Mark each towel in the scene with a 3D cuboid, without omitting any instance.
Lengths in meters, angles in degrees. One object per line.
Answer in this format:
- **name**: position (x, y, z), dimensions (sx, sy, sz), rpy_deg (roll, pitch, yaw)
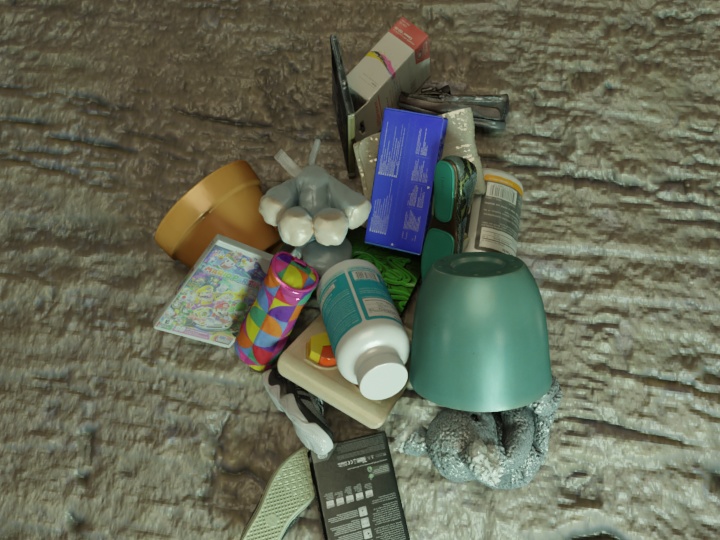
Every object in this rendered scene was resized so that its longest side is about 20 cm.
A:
- **towel**: position (0.091, -0.162, 0.989), dimensions (0.195, 0.034, 0.136), rpy_deg (-11, 98, 19)

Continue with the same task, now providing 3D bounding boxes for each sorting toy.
- **sorting toy**: position (-0.005, 0.126, 0.979), dimensions (0.182, 0.037, 0.200), rpy_deg (27, 40, 14)

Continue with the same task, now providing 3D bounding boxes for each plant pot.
- **plant pot**: position (-0.217, -0.060, 1.048), dimensions (0.200, 0.200, 0.141), rpy_deg (-42, 89, -6)
- **plant pot**: position (0.160, 0.068, 0.860), dimensions (0.194, 0.201, 0.166), rpy_deg (-2, 105, 7)

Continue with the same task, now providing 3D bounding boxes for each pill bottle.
- **pill bottle**: position (0.194, -0.049, 1.015), dimensions (0.113, 0.117, 0.206), rpy_deg (8, 75, 10)
- **pill bottle**: position (0.006, 0.085, 0.915), dimensions (0.108, 0.112, 0.202), rpy_deg (-22, 42, 1)

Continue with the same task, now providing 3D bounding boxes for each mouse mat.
- **mouse mat**: position (0.000, 0.000, 1.062), dimensions (0.196, 0.008, 0.163), rpy_deg (23, 62, 13)

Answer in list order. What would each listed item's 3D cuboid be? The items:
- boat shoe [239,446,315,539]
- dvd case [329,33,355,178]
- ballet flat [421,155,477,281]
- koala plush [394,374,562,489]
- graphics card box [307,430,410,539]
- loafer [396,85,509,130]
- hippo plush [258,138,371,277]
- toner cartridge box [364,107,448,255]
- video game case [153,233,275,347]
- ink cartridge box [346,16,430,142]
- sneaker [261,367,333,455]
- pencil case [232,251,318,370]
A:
- **boat shoe**: position (-0.121, 0.356, 0.963), dimensions (0.074, 0.062, 0.202), rpy_deg (35, 65, -1)
- **dvd case**: position (-0.030, -0.269, 1.068), dimensions (0.016, 0.201, 0.153), rpy_deg (-11, 71, -4)
- **ballet flat**: position (0.137, -0.067, 0.937), dimensions (0.072, 0.074, 0.205), rpy_deg (12, 115, 12)
- **koala plush**: position (0.159, 0.230, 0.872), dimensions (0.174, 0.198, 0.190), rpy_deg (10, 98, 38)
- **graphics card box**: position (0.000, 0.353, 0.937), dimensions (0.122, 0.051, 0.205), rpy_deg (-10, 72, -14)
- **loafer**: position (0.163, -0.295, 1.110), dimensions (0.194, 0.072, 0.065), rpy_deg (14, 107, 4)
- **hippo plush**: position (-0.085, -0.068, 1.000), dimensions (0.157, 0.163, 0.201), rpy_deg (-22, 53, -26)
- **toner cartridge box**: position (0.068, -0.135, 0.961), dimensions (0.093, 0.043, 0.206), rpy_deg (13, 105, 16)
- **video game case**: position (-0.214, 0.039, 0.991), dimensions (0.200, 0.141, 0.018), rpy_deg (-47, 43, 25)
- **ink cartridge box**: position (0.035, -0.326, 1.120), dimensions (0.067, 0.117, 0.201), rpy_deg (39, 81, 18)
- **sneaker**: position (-0.070, 0.187, 0.968), dimensions (0.113, 0.077, 0.199), rpy_deg (-34, 35, -16)
- **pencil case**: position (-0.133, 0.065, 0.980), dimensions (0.086, 0.202, 0.090), rpy_deg (19, 40, -17)
